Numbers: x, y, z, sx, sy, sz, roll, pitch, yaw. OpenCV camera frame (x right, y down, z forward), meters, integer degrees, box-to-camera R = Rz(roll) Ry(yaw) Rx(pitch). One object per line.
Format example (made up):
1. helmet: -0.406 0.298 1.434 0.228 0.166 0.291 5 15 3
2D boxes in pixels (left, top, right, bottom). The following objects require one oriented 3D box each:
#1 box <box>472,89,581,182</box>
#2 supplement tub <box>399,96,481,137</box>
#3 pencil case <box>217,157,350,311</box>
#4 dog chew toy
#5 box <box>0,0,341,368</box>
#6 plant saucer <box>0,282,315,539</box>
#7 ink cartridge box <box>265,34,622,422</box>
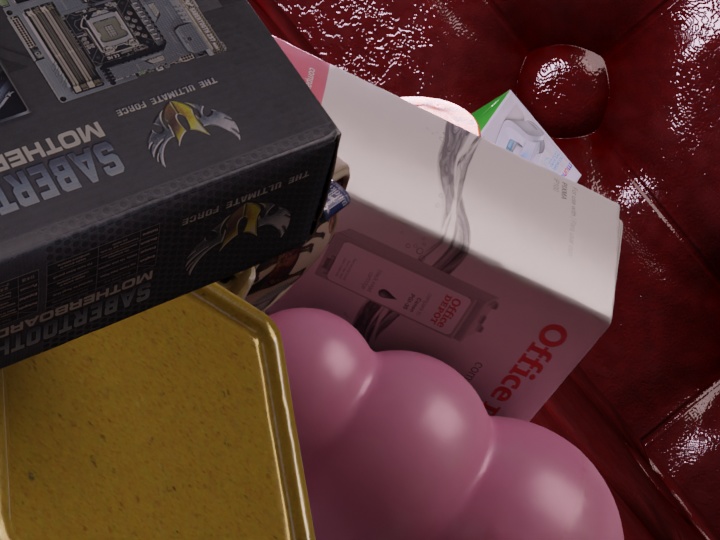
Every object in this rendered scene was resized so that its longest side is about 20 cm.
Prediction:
1. box: 0.207 -0.131 2.709 0.177 0.097 0.200 49 46 -12
2. supplement tub: 0.036 0.003 1.134 0.123 0.122 0.201 -120 -163 -51
3. pencil case: -0.096 -0.067 0.706 0.200 0.078 0.089 41 17 3
4. dog chew toy: 0.017 0.092 0.784 0.200 0.125 0.125 41 10 -12
5. box: -0.128 -0.045 0.467 0.158 0.199 0.051 54 -28 25
6. plant saucer: -0.076 0.054 0.549 0.200 0.048 0.201 34 34 -43
7. ink cartridge box: 0.000 0.000 0.838 0.199 0.147 0.083 25 41 -11
